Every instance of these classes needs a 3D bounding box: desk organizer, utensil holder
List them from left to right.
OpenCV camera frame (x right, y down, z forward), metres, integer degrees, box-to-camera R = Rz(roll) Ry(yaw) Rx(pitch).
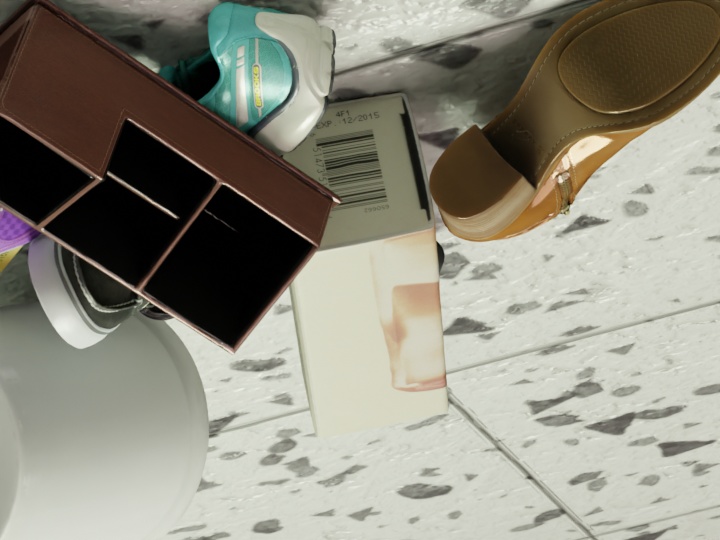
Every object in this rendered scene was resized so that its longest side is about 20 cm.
[{"bbox_3d":[-0.211,0.103,1.610,0.169,0.171,0.200,-21,173,26],"label":"utensil holder"},{"bbox_3d":[-0.115,-0.046,1.377,0.200,0.077,0.072,33,139,-22],"label":"desk organizer"}]

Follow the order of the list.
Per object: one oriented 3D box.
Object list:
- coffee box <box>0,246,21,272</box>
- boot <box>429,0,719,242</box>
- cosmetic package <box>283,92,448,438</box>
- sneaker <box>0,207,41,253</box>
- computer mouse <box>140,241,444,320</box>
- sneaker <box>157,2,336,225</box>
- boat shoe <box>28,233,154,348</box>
[{"bbox_3d":[-0.294,-0.023,1.507,0.199,0.044,0.123,3,155,-28],"label":"coffee box"},{"bbox_3d":[0.131,-0.081,1.500,0.200,0.077,0.155,-41,168,7],"label":"boot"},{"bbox_3d":[0.000,0.000,1.557,0.087,0.104,0.200,-10,147,-3],"label":"cosmetic package"},{"bbox_3d":[-0.235,-0.036,1.406,0.200,0.081,0.088,1,-172,-42],"label":"sneaker"},{"bbox_3d":[-0.044,0.000,1.663,0.199,0.034,0.059,-6,148,-17],"label":"computer mouse"},{"bbox_3d":[-0.081,-0.084,1.440,0.079,0.078,0.200,19,143,-17],"label":"sneaker"},{"bbox_3d":[-0.137,-0.006,1.527,0.056,0.069,0.200,-26,-176,13],"label":"boat shoe"}]
